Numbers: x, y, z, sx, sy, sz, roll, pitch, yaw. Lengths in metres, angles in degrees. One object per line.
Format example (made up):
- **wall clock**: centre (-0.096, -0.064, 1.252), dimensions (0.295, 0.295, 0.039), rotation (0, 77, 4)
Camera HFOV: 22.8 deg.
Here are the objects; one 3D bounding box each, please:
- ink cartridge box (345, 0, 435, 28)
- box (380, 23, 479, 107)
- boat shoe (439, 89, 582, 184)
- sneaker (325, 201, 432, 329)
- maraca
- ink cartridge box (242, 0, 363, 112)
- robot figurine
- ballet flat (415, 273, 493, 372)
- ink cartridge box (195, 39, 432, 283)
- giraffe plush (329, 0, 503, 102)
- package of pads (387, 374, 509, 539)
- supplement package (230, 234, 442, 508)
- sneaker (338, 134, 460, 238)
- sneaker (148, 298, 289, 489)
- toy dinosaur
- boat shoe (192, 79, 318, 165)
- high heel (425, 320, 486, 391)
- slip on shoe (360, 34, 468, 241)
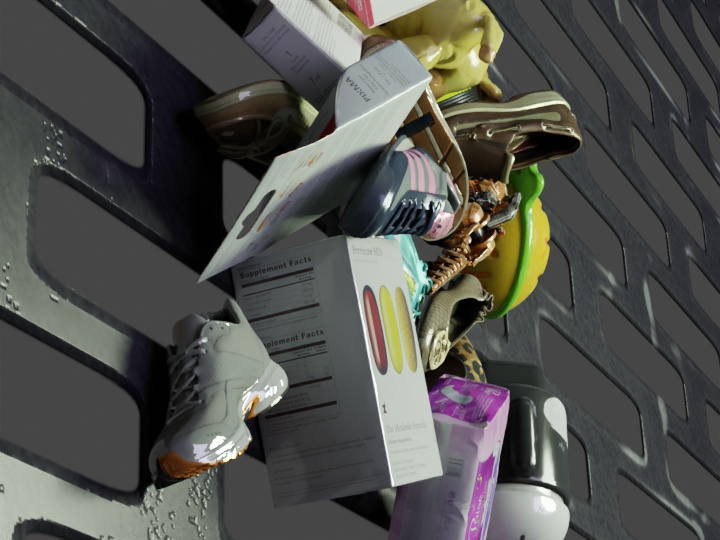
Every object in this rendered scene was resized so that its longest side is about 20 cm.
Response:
- **ink cartridge box**: centre (-0.012, -0.333, 1.574), dimensions (0.200, 0.084, 0.146), rotation (54, -17, 43)
- **box**: centre (0.086, -0.197, 1.923), dimensions (0.200, 0.047, 0.195), rotation (-29, 106, -66)
- **boat shoe**: centre (0.125, -0.121, 1.737), dimensions (0.075, 0.201, 0.075), rotation (94, -27, -50)
- **sneaker**: centre (0.031, 0.019, 1.550), dimensions (0.079, 0.077, 0.202), rotation (-5, 83, -36)
- **maraca**: centre (0.146, -0.047, 1.853), dimensions (0.137, 0.106, 0.202), rotation (48, -48, 54)
- **ink cartridge box**: centre (-0.074, -0.227, 1.512), dimensions (0.176, 0.045, 0.200), rotation (44, 14, -11)
- **robot figurine**: centre (0.141, 0.189, 1.752), dimensions (0.150, 0.124, 0.202), rotation (42, 41, -49)
- **ballet flat**: centre (0.087, 0.049, 1.693), dimensions (0.200, 0.046, 0.068), rotation (-42, 151, -68)
- **ink cartridge box**: centre (-0.047, -0.085, 1.403), dimensions (0.047, 0.160, 0.199), rotation (47, 44, 12)
- **giraffe plush**: centre (0.066, -0.226, 1.740), dimensions (0.162, 0.198, 0.174), rotation (59, 22, -70)
- **package of pads**: centre (0.073, 0.202, 1.562), dimensions (0.120, 0.075, 0.202), rotation (-41, 142, -69)
- **supplement package**: centre (-0.019, 0.081, 1.455), dimensions (0.114, 0.109, 0.202), rotation (1, 77, -66)
- **sneaker**: centre (0.040, -0.057, 1.460), dimensions (0.082, 0.070, 0.200), rotation (39, 21, 0)
- **sneaker**: centre (-0.119, 0.085, 1.291), dimensions (0.093, 0.075, 0.200), rotation (64, 18, -11)
- **toy dinosaur**: centre (0.084, -0.041, 1.723), dimensions (0.200, 0.135, 0.103), rotation (-25, 101, -67)
- **boat shoe**: centre (-0.075, -0.112, 1.483), dimensions (0.200, 0.073, 0.064), rotation (11, 63, -73)
- **high heel**: centre (0.058, 0.098, 1.681), dimensions (0.143, 0.071, 0.201), rotation (48, 36, -39)
- **slip on shoe**: centre (0.043, -0.123, 1.634), dimensions (0.201, 0.076, 0.061), rotation (64, -2, -29)
